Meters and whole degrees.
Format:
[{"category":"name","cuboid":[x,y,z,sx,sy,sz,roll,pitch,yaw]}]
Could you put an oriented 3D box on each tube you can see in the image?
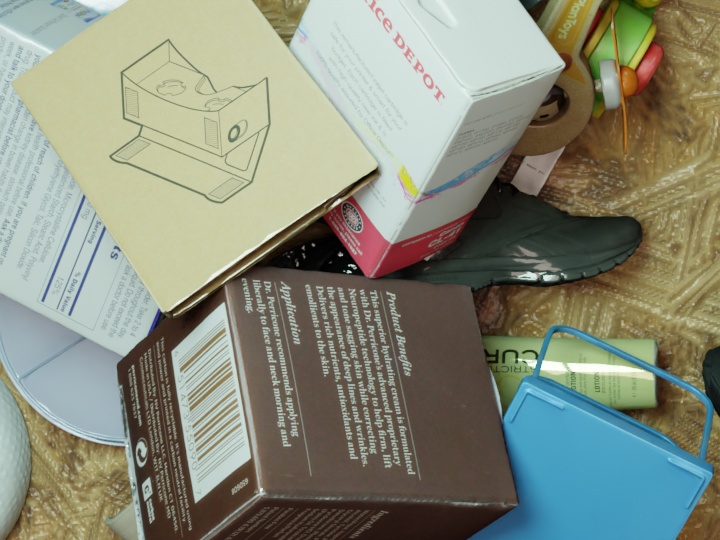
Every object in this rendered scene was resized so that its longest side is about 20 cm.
[{"category":"tube","cuboid":[0.116,0.078,1.594,0.200,0.052,0.058,-1,58,10]}]

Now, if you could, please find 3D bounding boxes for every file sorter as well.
[{"category":"file sorter","cuboid":[0.144,0.159,1.533,0.139,0.123,0.200,26,118,1]}]

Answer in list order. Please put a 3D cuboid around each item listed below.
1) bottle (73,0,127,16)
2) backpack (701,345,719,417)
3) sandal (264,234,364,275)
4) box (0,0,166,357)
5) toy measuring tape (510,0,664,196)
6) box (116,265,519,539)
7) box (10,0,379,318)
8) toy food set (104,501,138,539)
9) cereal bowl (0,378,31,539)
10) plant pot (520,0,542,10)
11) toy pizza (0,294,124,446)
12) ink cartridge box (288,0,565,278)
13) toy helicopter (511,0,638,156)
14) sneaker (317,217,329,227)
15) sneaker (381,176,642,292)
[{"category":"bottle","cuboid":[-0.145,-0.219,1.581,0.200,0.065,0.084,-27,91,9]},{"category":"backpack","cuboid":[0.337,0.049,1.514,0.200,0.167,0.127,-33,87,3]},{"category":"sandal","cuboid":[0.000,-0.001,1.576,0.200,0.048,0.075,-25,79,-5]},{"category":"box","cuboid":[-0.192,-0.070,1.531,0.200,0.105,0.184,28,113,6]},{"category":"toy measuring tape","cuboid":[0.158,-0.123,1.555,0.074,0.074,0.200,32,99,2]},{"category":"box","cuboid":[-0.033,0.109,1.463,0.200,0.164,0.166,6,59,-32]},{"category":"box","cuboid":[-0.108,-0.092,1.408,0.163,0.021,0.200,-35,68,-1]},{"category":"toy food set","cuboid":[-0.071,0.168,1.626,0.144,0.060,0.200,44,102,-9]},{"category":"cereal bowl","cuboid":[-0.351,0.148,1.637,0.200,0.083,0.200,1,97,6]},{"category":"plant pot","cuboid":[0.079,-0.266,1.489,0.201,0.201,0.161,-35,85,9]},{"category":"toy pizza","cuboid":[-0.175,0.031,1.629,0.200,0.032,0.200,1,98,7]},{"category":"ink cartridge box","cuboid":[0.027,-0.114,1.410,0.148,0.086,0.200,56,144,19]},{"category":"toy helicopter","cuboid":[0.138,-0.146,1.474,0.132,0.079,0.200,12,139,-11]},{"category":"sneaker","cuboid":[-0.083,-0.076,1.595,0.200,0.073,0.082,32,109,11]},{"category":"sneaker","cuboid":[0.105,-0.029,1.548,0.200,0.076,0.091,-7,89,-19]}]
